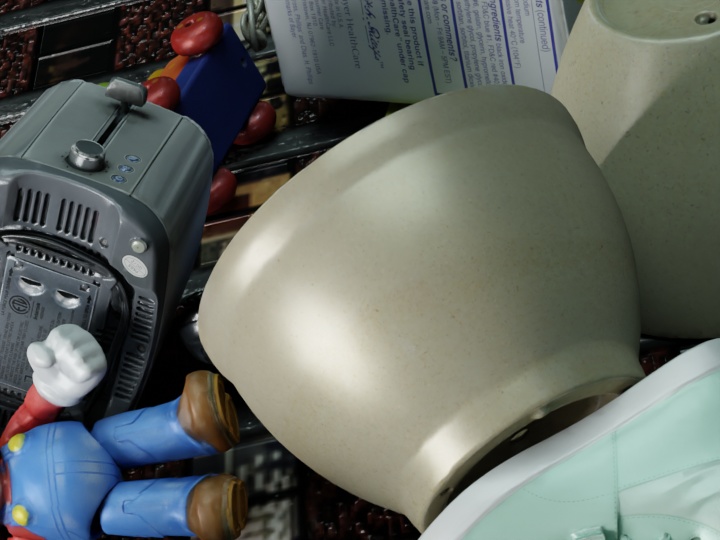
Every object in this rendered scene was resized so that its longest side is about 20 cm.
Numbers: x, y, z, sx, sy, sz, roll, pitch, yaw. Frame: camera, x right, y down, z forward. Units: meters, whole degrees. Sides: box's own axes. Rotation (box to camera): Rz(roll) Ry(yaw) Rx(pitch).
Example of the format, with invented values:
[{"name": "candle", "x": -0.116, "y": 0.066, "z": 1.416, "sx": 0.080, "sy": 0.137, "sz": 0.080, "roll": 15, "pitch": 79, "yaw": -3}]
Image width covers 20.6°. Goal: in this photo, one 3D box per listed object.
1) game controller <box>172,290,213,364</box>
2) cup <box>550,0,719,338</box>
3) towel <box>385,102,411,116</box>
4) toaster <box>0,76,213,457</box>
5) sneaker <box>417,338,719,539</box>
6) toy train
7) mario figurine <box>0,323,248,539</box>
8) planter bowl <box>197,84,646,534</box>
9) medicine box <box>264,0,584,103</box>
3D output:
[{"name": "game controller", "x": 0.000, "y": 0.000, "z": 1.021, "sx": 0.200, "sy": 0.042, "sz": 0.104, "roll": -20, "pitch": 3, "yaw": -2}, {"name": "cup", "x": 0.176, "y": -0.083, "z": 1.005, "sx": 0.200, "sy": 0.143, "sz": 0.201, "roll": -12, "pitch": 36, "yaw": 9}, {"name": "towel", "x": 0.052, "y": -0.087, "z": 1.142, "sx": 0.086, "sy": 0.018, "sz": 0.200, "roll": -8, "pitch": 27, "yaw": 14}, {"name": "toaster", "x": -0.144, "y": 0.000, "z": 1.015, "sx": 0.113, "sy": 0.200, "sz": 0.129, "roll": 18, "pitch": 35, "yaw": 3}, {"name": "sneaker", "x": 0.108, "y": 0.126, "z": 0.817, "sx": 0.200, "sy": 0.074, "sz": 0.118, "roll": -35, "pitch": 59, "yaw": -1}, {"name": "toy train", "x": -0.116, "y": -0.111, "z": 1.227, "sx": 0.115, "sy": 0.085, "sz": 0.200, "roll": -12, "pitch": 34, "yaw": 31}, {"name": "mario figurine", "x": -0.158, "y": 0.104, "z": 0.929, "sx": 0.199, "sy": 0.106, "sz": 0.124, "roll": -11, "pitch": 38, "yaw": 5}, {"name": "planter bowl", "x": 0.047, "y": 0.034, "z": 0.884, "sx": 0.200, "sy": 0.200, "sz": 0.135, "roll": -27, "pitch": 63, "yaw": -13}, {"name": "medicine box", "x": 0.071, "y": -0.181, "z": 1.184, "sx": 0.200, "sy": 0.103, "sz": 0.182, "roll": 8, "pitch": 33, "yaw": 31}]
